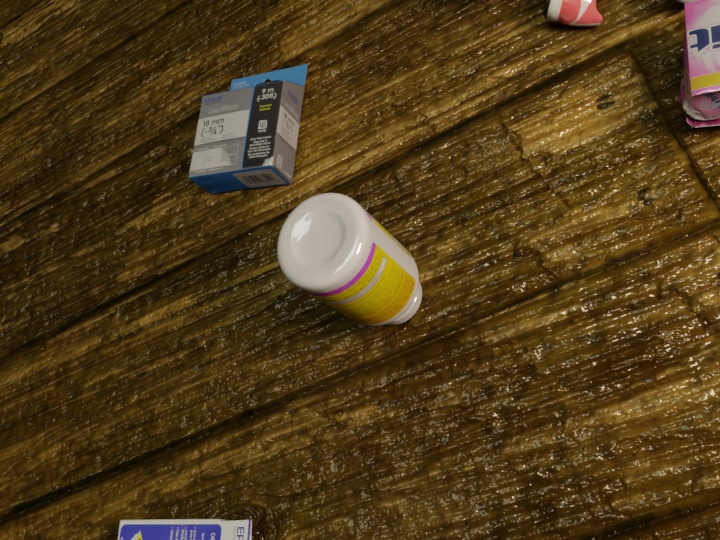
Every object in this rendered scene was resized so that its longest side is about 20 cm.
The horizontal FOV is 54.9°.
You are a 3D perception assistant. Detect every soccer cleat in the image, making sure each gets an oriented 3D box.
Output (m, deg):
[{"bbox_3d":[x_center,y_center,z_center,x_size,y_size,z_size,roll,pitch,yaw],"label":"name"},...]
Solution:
[{"bbox_3d":[0.287,-0.396,0.845,0.073,0.068,0.201,19,91,9],"label":"soccer cleat"}]

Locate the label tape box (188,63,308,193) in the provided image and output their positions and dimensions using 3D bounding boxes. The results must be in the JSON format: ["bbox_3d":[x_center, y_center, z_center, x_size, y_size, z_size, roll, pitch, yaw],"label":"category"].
[{"bbox_3d":[-0.162,-0.220,1.009,0.144,0.063,0.201,-4,70,25],"label":"label tape box"}]

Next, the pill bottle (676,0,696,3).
[{"bbox_3d":[0.370,-0.414,0.769,0.119,0.120,0.201,-20,72,19],"label":"pill bottle"}]

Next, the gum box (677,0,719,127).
[{"bbox_3d":[0.421,-0.220,0.686,0.199,0.066,0.114,-4,67,27],"label":"gum box"}]

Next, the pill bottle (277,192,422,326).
[{"bbox_3d":[0.000,0.000,0.762,0.104,0.200,0.105,-10,67,23],"label":"pill bottle"}]

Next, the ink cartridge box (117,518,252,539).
[{"bbox_3d":[-0.207,0.395,0.807,0.199,0.047,0.199,-8,66,22],"label":"ink cartridge box"}]
